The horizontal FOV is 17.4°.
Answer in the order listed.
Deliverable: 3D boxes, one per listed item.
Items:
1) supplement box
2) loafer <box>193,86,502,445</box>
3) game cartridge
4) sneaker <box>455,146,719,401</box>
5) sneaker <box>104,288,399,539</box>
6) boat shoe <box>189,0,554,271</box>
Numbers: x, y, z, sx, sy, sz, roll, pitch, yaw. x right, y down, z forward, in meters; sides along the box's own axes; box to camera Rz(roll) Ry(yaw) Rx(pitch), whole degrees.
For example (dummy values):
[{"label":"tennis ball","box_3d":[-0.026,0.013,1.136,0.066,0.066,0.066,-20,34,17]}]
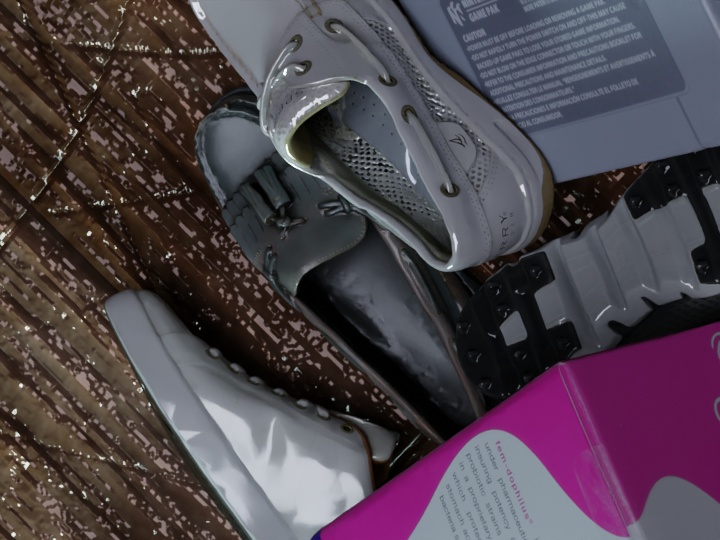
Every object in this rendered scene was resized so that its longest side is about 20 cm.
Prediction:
[{"label":"supplement box","box_3d":[0.081,0.109,0.943,0.200,0.103,0.102,-40,67,52]},{"label":"loafer","box_3d":[0.000,0.000,1.023,0.200,0.063,0.072,45,115,3]},{"label":"game cartridge","box_3d":[0.084,-0.104,0.916,0.134,0.040,0.200,59,155,-10]},{"label":"sneaker","box_3d":[0.137,-0.005,0.959,0.199,0.090,0.067,-32,67,32]},{"label":"sneaker","box_3d":[-0.035,0.077,1.069,0.084,0.073,0.200,-37,82,-8]},{"label":"boat shoe","box_3d":[-0.010,-0.073,0.980,0.200,0.069,0.071,40,134,24]}]
